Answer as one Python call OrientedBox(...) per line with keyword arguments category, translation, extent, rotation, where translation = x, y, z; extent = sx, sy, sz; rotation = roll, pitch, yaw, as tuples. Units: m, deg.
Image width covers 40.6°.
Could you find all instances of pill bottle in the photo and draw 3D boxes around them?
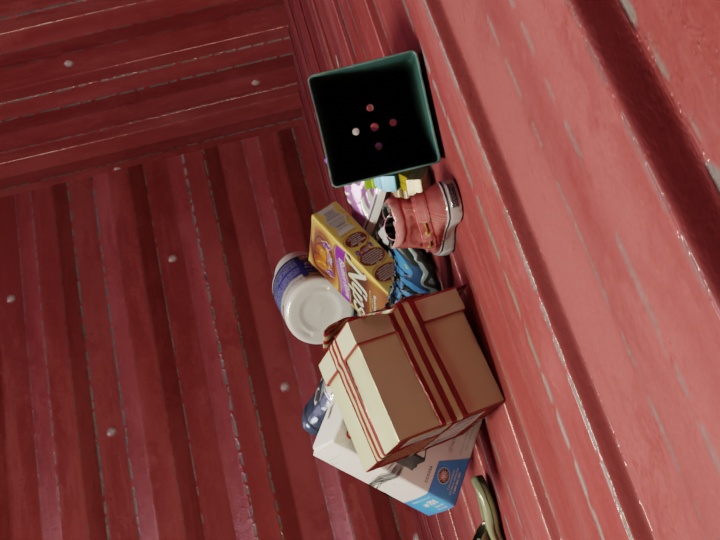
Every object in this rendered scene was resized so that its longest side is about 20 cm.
OrientedBox(category="pill bottle", translation=(-0.090, 0.038, 1.695), extent=(0.200, 0.119, 0.121), rotation=(-129, 25, -66))

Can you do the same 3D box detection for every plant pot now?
OrientedBox(category="plant pot", translation=(0.020, -0.197, 1.301), extent=(0.200, 0.140, 0.143), rotation=(-75, -28, -84))

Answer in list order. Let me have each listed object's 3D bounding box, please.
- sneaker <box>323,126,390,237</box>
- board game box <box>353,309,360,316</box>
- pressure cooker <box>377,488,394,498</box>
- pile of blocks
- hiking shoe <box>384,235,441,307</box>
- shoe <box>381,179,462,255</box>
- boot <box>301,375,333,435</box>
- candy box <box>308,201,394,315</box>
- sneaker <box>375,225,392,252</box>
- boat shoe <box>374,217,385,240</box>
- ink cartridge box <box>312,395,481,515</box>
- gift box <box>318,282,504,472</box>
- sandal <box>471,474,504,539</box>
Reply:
OrientedBox(category="sneaker", translation=(-0.008, -0.136, 1.543), extent=(0.073, 0.113, 0.202), rotation=(-63, -11, -65))
OrientedBox(category="board game box", translation=(0.028, 0.112, 1.695), extent=(0.197, 0.055, 0.201), rotation=(81, 167, -52))
OrientedBox(category="pressure cooker", translation=(0.080, 0.252, 1.554), extent=(0.201, 0.174, 0.180), rotation=(83, -170, -49))
OrientedBox(category="pile of blocks", translation=(0.042, -0.125, 1.399), extent=(0.200, 0.081, 0.063), rotation=(-134, 30, -62))
OrientedBox(category="hiking shoe", translation=(0.071, 0.028, 1.386), extent=(0.075, 0.086, 0.201), rotation=(-113, -3, -57))
OrientedBox(category="shoe", translation=(0.074, -0.060, 1.263), extent=(0.200, 0.090, 0.072), rotation=(94, 162, -76))
OrientedBox(category="boot", translation=(-0.037, 0.174, 1.509), extent=(0.073, 0.090, 0.200), rotation=(42, -156, -3))
OrientedBox(category="candy box", translation=(0.000, 0.000, 1.528), extent=(0.200, 0.056, 0.117), rotation=(44, 151, 24))
OrientedBox(category="sneaker", translation=(0.077, -0.021, 1.516), extent=(0.114, 0.075, 0.200), rotation=(56, 156, 8))
OrientedBox(category="boat shoe", translation=(0.056, -0.072, 1.655), extent=(0.200, 0.060, 0.075), rotation=(-174, 71, -85))
OrientedBox(category="ink cartridge box", translation=(0.054, 0.231, 1.371), extent=(0.086, 0.199, 0.147), rotation=(-39, 25, 58))
OrientedBox(category="gift box", translation=(0.068, 0.125, 1.255), extent=(0.188, 0.183, 0.200), rotation=(65, 151, 18))
OrientedBox(category="sandal", translation=(0.189, 0.414, 1.474), extent=(0.080, 0.057, 0.203), rotation=(105, 151, -81))
